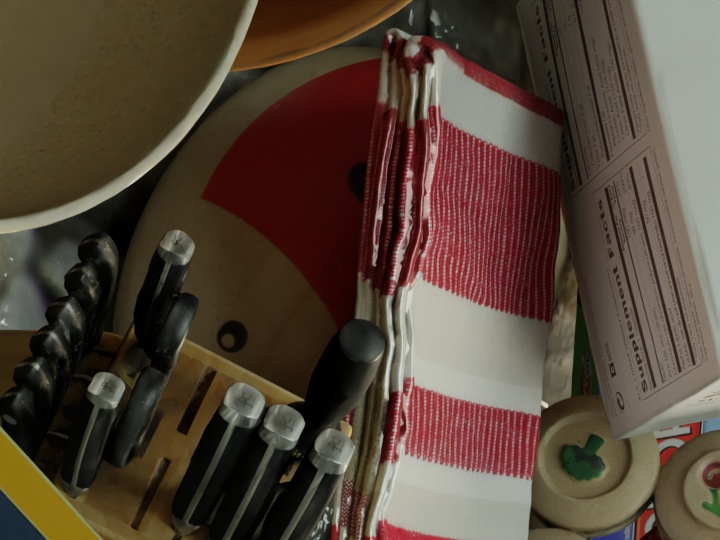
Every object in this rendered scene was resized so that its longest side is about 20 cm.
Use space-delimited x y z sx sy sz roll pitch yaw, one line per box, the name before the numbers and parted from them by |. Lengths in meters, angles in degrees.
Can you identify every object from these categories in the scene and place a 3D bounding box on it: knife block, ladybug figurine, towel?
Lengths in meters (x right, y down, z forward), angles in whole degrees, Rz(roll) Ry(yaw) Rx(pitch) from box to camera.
knife block | -0.039 0.070 0.832 0.200 0.175 0.064 53 52 -39
ladybug figurine | 0.000 0.000 0.968 0.200 0.072 0.136 -44 124 -43
towel | 0.031 0.038 0.907 0.144 0.023 0.201 19 75 -67

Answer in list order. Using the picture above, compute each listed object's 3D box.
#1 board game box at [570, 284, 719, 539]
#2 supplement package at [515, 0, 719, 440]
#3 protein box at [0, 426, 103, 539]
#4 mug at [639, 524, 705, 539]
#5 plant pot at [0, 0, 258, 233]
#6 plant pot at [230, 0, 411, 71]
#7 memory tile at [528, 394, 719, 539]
board game box | 0.142 0.048 1.086 0.134 0.029 0.201 -9 121 -16
supplement package | 0.172 -0.045 0.976 0.199 0.111 0.157 -9 79 -16
protein box | -0.171 0.086 0.637 0.200 0.198 0.135 53 51 -39
mug | 0.176 0.159 1.060 0.199 0.134 0.178 -21 148 -11
plant pot | -0.133 -0.102 0.643 0.200 0.134 0.201 7 80 -49
plant pot | -0.033 -0.170 0.755 0.140 0.199 0.201 -59 136 -56
memory tile | 0.084 0.114 0.985 0.017 0.199 0.154 70 37 -61
